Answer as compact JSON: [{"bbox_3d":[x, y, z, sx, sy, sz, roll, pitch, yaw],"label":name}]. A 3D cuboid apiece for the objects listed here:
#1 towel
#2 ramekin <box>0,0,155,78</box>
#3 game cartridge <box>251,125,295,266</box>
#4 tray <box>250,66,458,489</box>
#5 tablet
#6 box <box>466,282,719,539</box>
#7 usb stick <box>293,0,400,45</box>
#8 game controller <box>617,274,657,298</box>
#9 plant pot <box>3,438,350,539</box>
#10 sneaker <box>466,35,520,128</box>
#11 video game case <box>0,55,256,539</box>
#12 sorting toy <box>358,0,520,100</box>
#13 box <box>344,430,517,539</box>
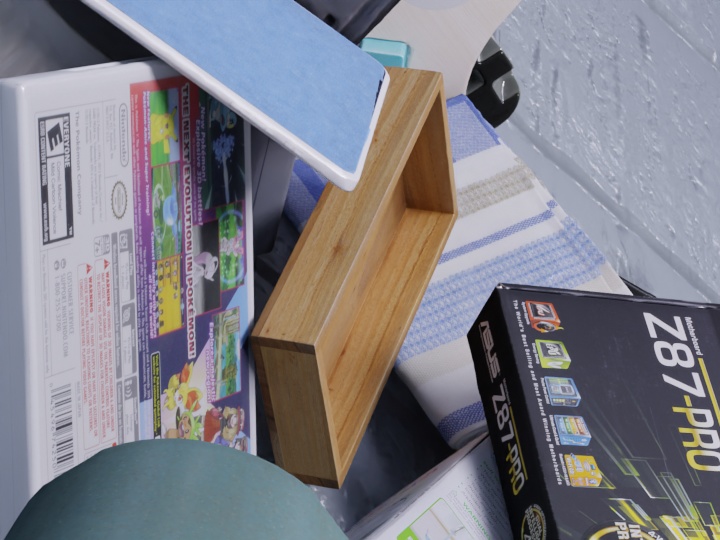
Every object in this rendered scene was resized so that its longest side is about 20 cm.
[{"bbox_3d":[0.056,-0.002,1.301,0.147,0.024,0.200,-23,61,-27],"label":"towel"},{"bbox_3d":[-0.152,-0.121,1.132,0.200,0.105,0.200,37,33,-29],"label":"ramekin"},{"bbox_3d":[-0.063,-0.115,1.239,0.041,0.133,0.200,4,48,-16],"label":"game cartridge"},{"bbox_3d":[0.000,0.000,1.200,0.099,0.037,0.200,81,24,-43],"label":"tray"},{"bbox_3d":[-0.075,-0.118,1.077,0.200,0.014,0.130,35,26,-10],"label":"tablet"},{"bbox_3d":[0.146,0.101,1.138,0.161,0.049,0.200,7,48,-20],"label":"box"},{"bbox_3d":[-0.063,-0.189,1.167,0.200,0.055,0.033,44,-15,0],"label":"usb stick"},{"bbox_3d":[0.111,0.011,1.379,0.200,0.042,0.104,30,16,2],"label":"game controller"},{"bbox_3d":[-0.076,0.168,0.857,0.200,0.200,0.196,46,22,-15],"label":"plant pot"},{"bbox_3d":[0.029,-0.178,1.496,0.200,0.074,0.089,61,4,-39],"label":"sneaker"},{"bbox_3d":[-0.099,0.010,1.043,0.182,0.023,0.201,-19,110,-61],"label":"video game case"},{"bbox_3d":[0.008,-0.178,1.359,0.200,0.180,0.107,58,28,8],"label":"sorting toy"},{"bbox_3d":[0.059,0.198,1.112,0.200,0.097,0.176,54,27,1],"label":"box"}]
